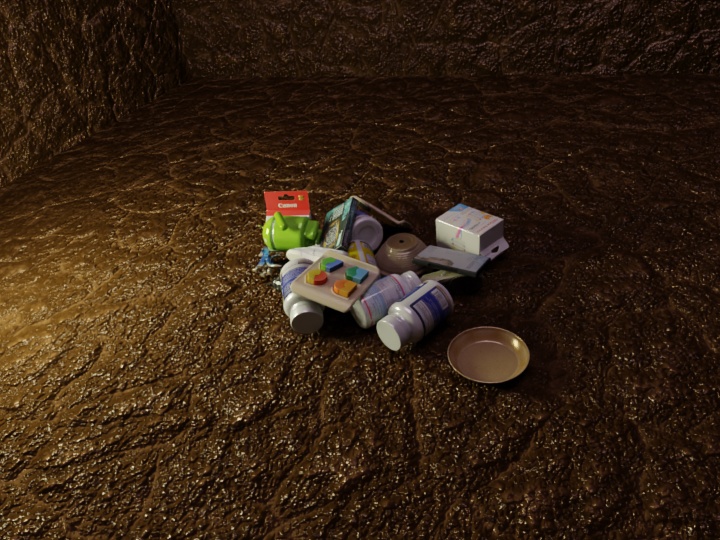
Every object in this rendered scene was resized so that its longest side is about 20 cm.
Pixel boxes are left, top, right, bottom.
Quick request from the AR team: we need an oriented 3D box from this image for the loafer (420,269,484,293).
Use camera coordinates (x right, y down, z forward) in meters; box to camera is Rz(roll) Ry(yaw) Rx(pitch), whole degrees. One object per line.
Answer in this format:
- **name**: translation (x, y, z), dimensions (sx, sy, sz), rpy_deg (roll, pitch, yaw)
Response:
- **loafer**: translation (0.259, 0.026, 1.677), dimensions (0.198, 0.076, 0.069), rpy_deg (-7, 40, 3)

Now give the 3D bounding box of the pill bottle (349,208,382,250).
- **pill bottle**: translation (-0.016, -0.141, 1.909), dimensions (0.119, 0.121, 0.200), rpy_deg (-19, 26, -15)

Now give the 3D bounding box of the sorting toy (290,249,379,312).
- **sorting toy**: translation (-0.067, 0.019, 1.574), dimensions (0.184, 0.037, 0.200), rpy_deg (20, 41, 20)

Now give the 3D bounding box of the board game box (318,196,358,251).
- **board game box**: translation (-0.076, -0.127, 1.818), dimensions (0.135, 0.028, 0.201), rpy_deg (-26, 41, 43)

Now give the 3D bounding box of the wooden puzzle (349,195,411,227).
- **wooden puzzle**: translation (0.067, -0.190, 1.941), dimensions (0.199, 0.037, 0.185), rpy_deg (28, 6, 11)

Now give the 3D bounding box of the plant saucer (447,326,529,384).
- **plant saucer**: translation (0.317, 0.218, 1.427), dimensions (0.198, 0.036, 0.201), rpy_deg (-5, 34, 4)

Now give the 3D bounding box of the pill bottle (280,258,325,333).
- **pill bottle**: translation (-0.162, 0.074, 1.635), dimensions (0.119, 0.120, 0.201), rpy_deg (-10, 44, -3)

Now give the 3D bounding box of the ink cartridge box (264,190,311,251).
- **ink cartridge box**: translation (-0.245, -0.165, 1.943), dimensions (0.159, 0.202, 0.050), rpy_deg (0, 27, 13)

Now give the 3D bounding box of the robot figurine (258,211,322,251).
- **robot figurine**: translation (-0.229, -0.120, 1.869), dimensions (0.198, 0.176, 0.116), rpy_deg (4, 57, 15)

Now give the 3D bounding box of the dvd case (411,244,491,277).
- **dvd case**: translation (0.268, -0.030, 1.689), dimensions (0.199, 0.018, 0.143), rpy_deg (14, 25, 24)

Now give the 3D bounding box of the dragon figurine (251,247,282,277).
- **dragon figurine**: translation (-0.293, -0.038, 1.836), dimensions (0.200, 0.059, 0.100), rpy_deg (-23, 40, 62)

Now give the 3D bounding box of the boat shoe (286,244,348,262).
- **boat shoe**: translation (-0.129, -0.045, 1.734), dimensions (0.199, 0.072, 0.069), rpy_deg (7, 54, 29)

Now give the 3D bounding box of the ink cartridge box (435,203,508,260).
- **ink cartridge box**: translation (0.353, -0.105, 1.800), dimensions (0.128, 0.126, 0.199), rpy_deg (-33, 41, -31)

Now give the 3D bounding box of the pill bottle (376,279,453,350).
- **pill bottle**: translation (0.143, 0.122, 1.526), dimensions (0.199, 0.120, 0.119), rpy_deg (-32, 41, -31)

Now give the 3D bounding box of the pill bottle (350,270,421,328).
- **pill bottle**: translation (0.072, 0.076, 1.615), dimensions (0.199, 0.109, 0.109), rpy_deg (-24, 37, -22)

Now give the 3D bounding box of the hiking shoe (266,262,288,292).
- **hiking shoe**: translation (-0.211, -0.007, 1.820), dimensions (0.100, 0.076, 0.200), rpy_deg (17, 43, 27)

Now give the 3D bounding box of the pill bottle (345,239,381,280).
- **pill bottle**: translation (0.000, 0.000, 1.738), dimensions (0.108, 0.110, 0.201), rpy_deg (-11, 35, -4)

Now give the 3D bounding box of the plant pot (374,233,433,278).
- **plant pot**: translation (0.133, -0.054, 1.803), dimensions (0.199, 0.093, 0.201), rpy_deg (-6, 34, 4)
